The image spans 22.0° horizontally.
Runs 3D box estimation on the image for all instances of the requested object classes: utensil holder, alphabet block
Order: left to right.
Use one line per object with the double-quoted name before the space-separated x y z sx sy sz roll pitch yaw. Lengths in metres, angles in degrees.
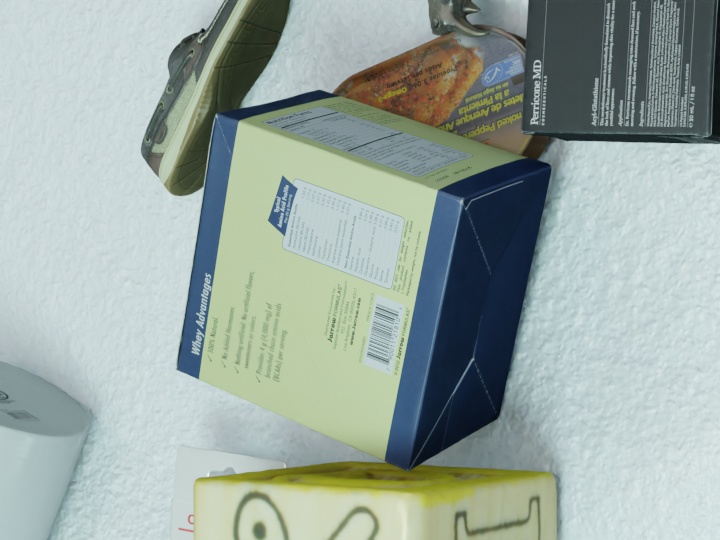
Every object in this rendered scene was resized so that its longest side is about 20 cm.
"utensil holder" -0.334 0.188 1.539 0.170 0.170 0.200 29 103 32
"alphabet block" 0.012 0.240 1.278 0.195 0.196 0.201 0 88 33

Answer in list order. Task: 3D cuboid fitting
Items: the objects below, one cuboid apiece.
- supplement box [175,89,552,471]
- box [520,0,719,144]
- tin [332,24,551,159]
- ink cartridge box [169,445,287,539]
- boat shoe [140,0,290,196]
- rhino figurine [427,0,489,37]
"supplement box" 0.000 0.000 1.296 0.199 0.134 0.201 21 112 27
"box" 0.189 -0.187 1.237 0.141 0.079 0.201 4 92 32
"tin" 0.055 -0.105 1.353 0.200 0.042 0.112 -19 74 33
"ink cartridge box" -0.086 0.237 1.423 0.117 0.067 0.201 5 93 35
"boat shoe" -0.122 -0.157 1.457 0.066 0.072 0.201 36 113 25
"rhino figurine" 0.045 -0.246 1.339 0.087 0.060 0.200 -34 63 13
